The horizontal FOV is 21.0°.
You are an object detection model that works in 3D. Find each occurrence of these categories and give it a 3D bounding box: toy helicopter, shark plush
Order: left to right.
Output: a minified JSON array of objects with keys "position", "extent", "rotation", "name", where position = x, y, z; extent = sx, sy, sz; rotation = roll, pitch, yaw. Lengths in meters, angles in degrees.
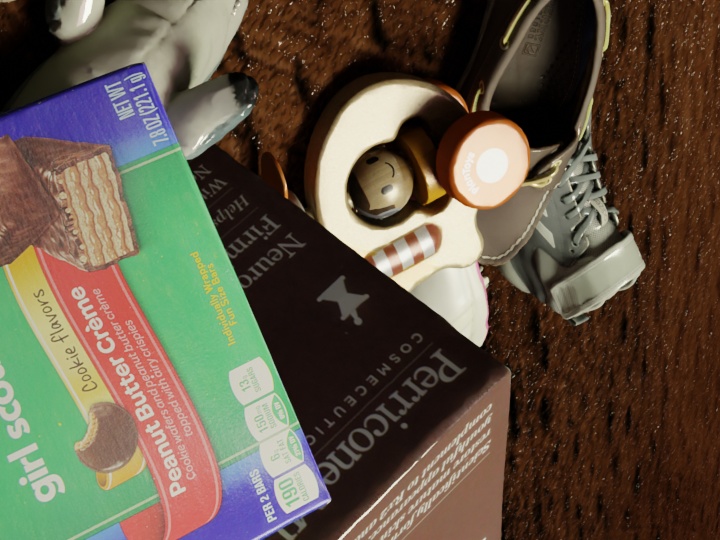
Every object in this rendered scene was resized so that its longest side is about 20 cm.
[{"position":[-0.110,-0.038,0.767],"extent":[0.201,0.090,0.083],"rotation":[-59,-175,3],"name":"shark plush"},{"position":[0.000,0.000,0.975],"extent":[0.131,0.079,0.202],"rotation":[-2,111,-28],"name":"toy helicopter"}]

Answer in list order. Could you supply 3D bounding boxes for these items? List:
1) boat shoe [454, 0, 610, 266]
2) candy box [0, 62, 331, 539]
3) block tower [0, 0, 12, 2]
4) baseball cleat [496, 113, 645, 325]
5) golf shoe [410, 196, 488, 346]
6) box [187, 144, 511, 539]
[{"position":[0.085,-0.081,1.021],"extent":[0.060,0.071,0.201],"rotation":[-95,-163,-54],"name":"boat shoe"},{"position":[-0.135,0.045,0.654],"extent":[0.199,0.170,0.077],"rotation":[-25,-176,-25],"name":"candy box"},{"position":[-0.178,-0.097,0.576],"extent":[0.199,0.054,0.058],"rotation":[-23,142,-47],"name":"block tower"},{"position":[0.126,-0.049,1.112],"extent":[0.070,0.106,0.201],"rotation":[-35,148,-23],"name":"baseball cleat"},{"position":[0.019,0.043,1.090],"extent":[0.091,0.075,0.201],"rotation":[-32,146,-27],"name":"golf shoe"},{"position":[-0.062,0.079,0.838],"extent":[0.166,0.199,0.165],"rotation":[-42,154,-24],"name":"box"}]
